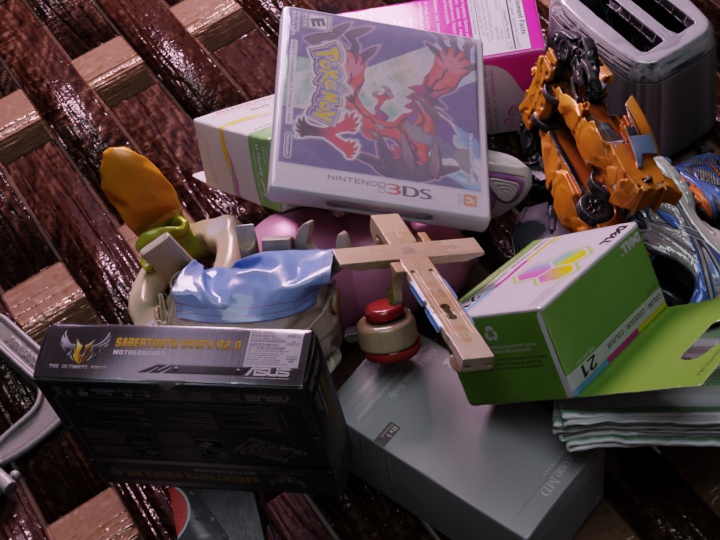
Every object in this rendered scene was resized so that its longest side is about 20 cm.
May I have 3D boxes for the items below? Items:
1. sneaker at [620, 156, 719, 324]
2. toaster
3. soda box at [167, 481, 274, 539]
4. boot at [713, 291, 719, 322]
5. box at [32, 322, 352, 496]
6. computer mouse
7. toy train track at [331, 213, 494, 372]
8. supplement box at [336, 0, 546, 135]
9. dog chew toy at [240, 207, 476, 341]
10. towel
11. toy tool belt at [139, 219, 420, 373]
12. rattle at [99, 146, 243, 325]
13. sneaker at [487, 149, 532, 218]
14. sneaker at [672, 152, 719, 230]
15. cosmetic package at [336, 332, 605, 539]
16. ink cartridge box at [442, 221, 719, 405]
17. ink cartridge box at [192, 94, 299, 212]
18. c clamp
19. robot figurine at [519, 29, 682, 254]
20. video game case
[{"bbox_3d":[0.242,-0.031,1.086,0.085,0.077,0.200,-27,59,-24],"label":"sneaker"},{"bbox_3d":[0.251,-0.190,1.193,0.113,0.130,0.200,-30,53,-10],"label":"toaster"},{"bbox_3d":[-0.108,0.194,1.017,0.070,0.064,0.201,-17,51,-2],"label":"soda box"},{"bbox_3d":[0.353,0.094,0.956,0.199,0.073,0.157,19,54,-19],"label":"boot"},{"bbox_3d":[-0.116,0.103,0.947,0.198,0.159,0.049,1,54,13],"label":"box"},{"bbox_3d":[0.142,-0.035,1.138,0.139,0.046,0.201,3,46,15],"label":"computer mouse"},{"bbox_3d":[0.047,0.020,0.938,0.114,0.033,0.200,-5,31,-17],"label":"toy train track"},{"bbox_3d":[0.077,-0.192,1.249,0.198,0.102,0.104,-7,51,6],"label":"supplement box"},{"bbox_3d":[0.000,0.000,1.111,0.198,0.125,0.125,-10,51,-5],"label":"dog chew toy"},{"bbox_3d":[0.223,0.086,0.992,0.148,0.031,0.200,0,17,10],"label":"towel"},{"bbox_3d":[-0.060,0.019,0.984,0.198,0.124,0.125,-8,20,4],"label":"toy tool belt"},{"bbox_3d":[-0.178,0.011,1.115,0.129,0.143,0.201,1,50,22],"label":"rattle"},{"bbox_3d":[0.069,-0.099,1.171,0.199,0.075,0.100,3,49,38],"label":"sneaker"},{"bbox_3d":[0.337,-0.044,1.101,0.078,0.076,0.200,-37,56,-21],"label":"sneaker"},{"bbox_3d":[0.080,0.141,1.004,0.199,0.091,0.107,26,58,31],"label":"cosmetic package"},{"bbox_3d":[0.179,0.026,0.938,0.199,0.076,0.148,-12,17,46],"label":"ink cartridge box"},{"bbox_3d":[-0.073,-0.115,1.177,0.116,0.068,0.200,-20,21,-26],"label":"ink cartridge box"},{"bbox_3d":[-0.343,0.121,1.144,0.171,0.027,0.200,-38,56,-17],"label":"c clamp"},{"bbox_3d":[0.187,-0.101,1.066,0.058,0.146,0.201,-2,49,-19],"label":"robot figurine"},{"bbox_3d":[0.017,-0.130,1.085,0.180,0.023,0.201,8,55,-9],"label":"video game case"}]
